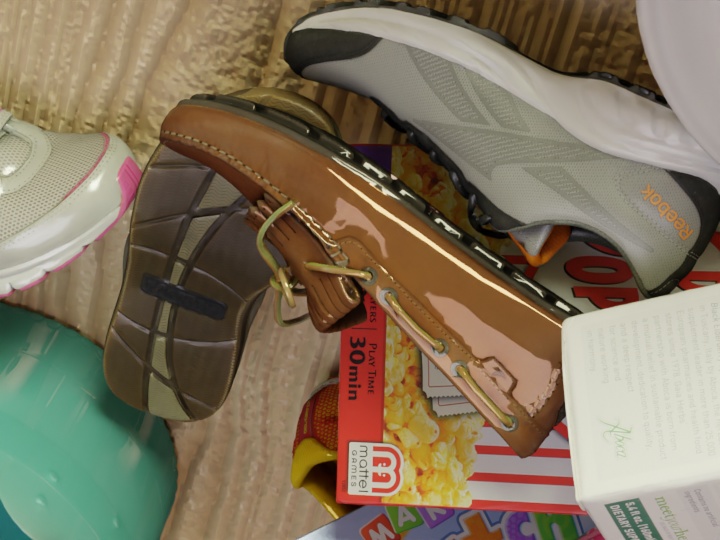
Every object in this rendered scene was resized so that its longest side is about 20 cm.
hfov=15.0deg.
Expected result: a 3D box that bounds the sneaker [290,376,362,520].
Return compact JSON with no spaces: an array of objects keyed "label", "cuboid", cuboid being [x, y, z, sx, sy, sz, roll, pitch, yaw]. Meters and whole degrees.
[{"label":"sneaker","cuboid":[0.041,0.134,1.272,0.200,0.077,0.073,38,129,-15]}]

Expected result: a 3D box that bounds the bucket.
[{"label":"bucket","cuboid":[-0.191,0.123,1.307,0.206,0.135,0.208,10,130,12]}]

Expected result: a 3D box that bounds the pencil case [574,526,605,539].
[{"label":"pencil case","cuboid":[0.158,0.158,1.140,0.087,0.088,0.199,-27,148,35]}]

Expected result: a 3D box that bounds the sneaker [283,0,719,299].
[{"label":"sneaker","cuboid":[0.052,-0.052,1.081,0.199,0.074,0.080,24,91,22]}]

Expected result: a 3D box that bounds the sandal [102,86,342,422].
[{"label":"sandal","cuboid":[-0.063,-0.012,1.202,0.080,0.054,0.200,23,133,-1]}]

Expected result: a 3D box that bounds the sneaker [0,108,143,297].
[{"label":"sneaker","cuboid":[-0.193,-0.045,1.205,0.199,0.082,0.089,-2,129,21]}]

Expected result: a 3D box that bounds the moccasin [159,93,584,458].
[{"label":"moccasin","cuboid":[0.000,0.000,1.096,0.201,0.074,0.078,36,92,2]}]

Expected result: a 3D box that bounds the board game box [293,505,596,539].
[{"label":"board game box","cuboid":[0.070,0.181,1.199,0.201,0.151,0.037,63,161,8]}]

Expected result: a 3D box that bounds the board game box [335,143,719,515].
[{"label":"board game box","cuboid":[0.091,0.024,1.127,0.199,0.046,0.153,1,89,19]}]

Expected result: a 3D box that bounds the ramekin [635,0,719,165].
[{"label":"ramekin","cuboid":[0.205,-0.117,0.990,0.201,0.094,0.203,10,131,12]}]

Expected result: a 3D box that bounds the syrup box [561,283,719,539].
[{"label":"syrup box","cuboid":[0.182,0.048,1.016,0.199,0.082,0.079,-12,149,15]}]
